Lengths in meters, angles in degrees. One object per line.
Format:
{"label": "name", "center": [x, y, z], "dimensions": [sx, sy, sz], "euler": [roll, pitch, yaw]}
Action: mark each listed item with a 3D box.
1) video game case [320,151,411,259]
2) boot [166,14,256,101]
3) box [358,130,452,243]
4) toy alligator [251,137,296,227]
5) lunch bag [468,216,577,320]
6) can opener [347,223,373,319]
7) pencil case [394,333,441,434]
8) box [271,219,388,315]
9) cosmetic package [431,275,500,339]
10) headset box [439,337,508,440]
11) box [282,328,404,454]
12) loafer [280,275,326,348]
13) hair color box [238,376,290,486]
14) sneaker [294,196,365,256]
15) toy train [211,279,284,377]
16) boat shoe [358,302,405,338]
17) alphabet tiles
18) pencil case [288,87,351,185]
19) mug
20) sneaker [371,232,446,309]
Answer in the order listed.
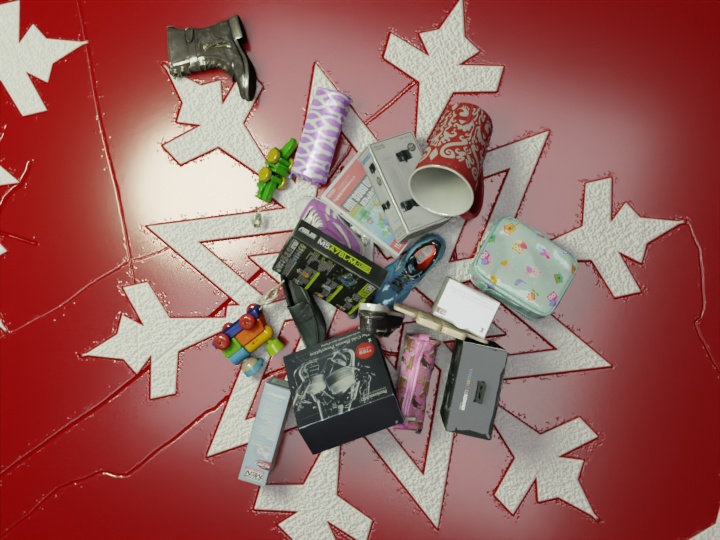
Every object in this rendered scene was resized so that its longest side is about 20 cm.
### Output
{"label": "video game case", "center": [0.035, -0.136, 1.674], "dimensions": [0.199, 0.017, 0.143], "euler": [38, 63, 1]}
{"label": "boot", "center": [-0.315, -0.431, 1.702], "dimensions": [0.172, 0.069, 0.203], "euler": [-14, 82, 5]}
{"label": "box", "center": [0.090, -0.169, 1.649], "dimensions": [0.116, 0.060, 0.202], "euler": [-22, 82, -26]}
{"label": "toy alligator", "center": [-0.192, -0.189, 1.700], "dimensions": [0.054, 0.059, 0.202], "euler": [28, 93, 44]}
{"label": "lunch bag", "center": [0.323, -0.001, 1.651], "dimensions": [0.199, 0.077, 0.162], "euler": [32, 78, 4]}
{"label": "can opener", "center": [0.000, 0.000, 1.691], "dimensions": [0.052, 0.066, 0.203], "euler": [1, 98, 0]}
{"label": "pencil case", "center": [0.109, 0.227, 1.665], "dimensions": [0.082, 0.086, 0.203], "euler": [13, 89, -33]}
{"label": "box", "center": [-0.064, -0.001, 1.567], "dimensions": [0.191, 0.200, 0.048], "euler": [28, 66, -6]}
{"label": "cosmetic package", "center": [0.204, 0.070, 1.607], "dimensions": [0.112, 0.200, 0.082], "euler": [26, 91, 2]}
{"label": "headset box", "center": [0.221, 0.225, 1.607], "dimensions": [0.091, 0.200, 0.177], "euler": [12, 90, 3]}
{"label": "box", "center": [-0.035, 0.234, 1.619], "dimensions": [0.197, 0.105, 0.183], "euler": [-21, 47, 2]}
{"label": "loafer", "center": [-0.123, 0.078, 1.679], "dimensions": [0.067, 0.070, 0.203], "euler": [-17, 87, 35]}
{"label": "hair color box", "center": [-0.190, 0.328, 1.674], "dimensions": [0.060, 0.099, 0.203], "euler": [15, 91, 2]}
{"label": "sneaker", "center": [-0.085, -0.090, 1.633], "dimensions": [0.200, 0.114, 0.073], "euler": [41, 112, 31]}
{"label": "toy train", "center": [-0.198, 0.124, 1.675], "dimensions": [0.199, 0.085, 0.116], "euler": [-37, 100, 13]}
{"label": "boat shoe", "center": [0.041, 0.103, 1.600], "dimensions": [0.073, 0.200, 0.061], "euler": [6, 84, 13]}
{"label": "alphabet tiles", "center": [0.156, 0.106, 1.609], "dimensions": [0.193, 0.200, 0.015], "euler": [21, 93, 2]}
{"label": "pencil case", "center": [-0.079, -0.273, 1.675], "dimensions": [0.083, 0.085, 0.203], "euler": [20, 93, 27]}
{"label": "mug", "center": [0.187, -0.212, 1.624], "dimensions": [0.132, 0.179, 0.202], "euler": [12, 54, 17]}
{"label": "sneaker", "center": [0.094, 0.000, 1.666], "dimensions": [0.078, 0.090, 0.200], "euler": [42, 94, 2]}
